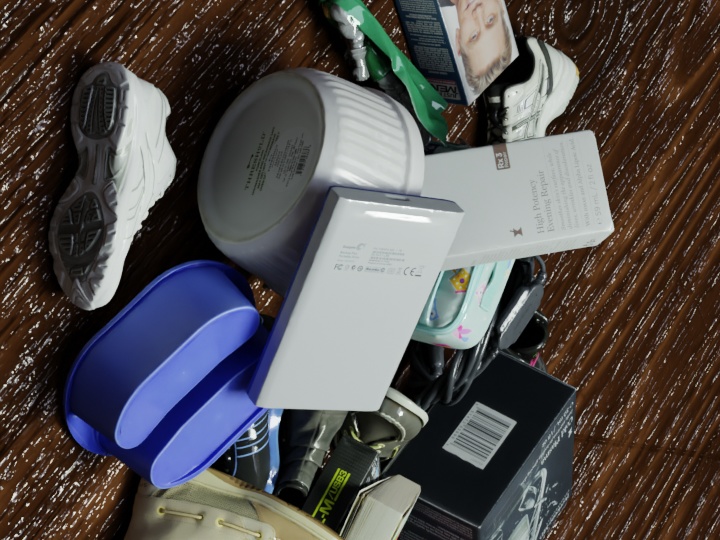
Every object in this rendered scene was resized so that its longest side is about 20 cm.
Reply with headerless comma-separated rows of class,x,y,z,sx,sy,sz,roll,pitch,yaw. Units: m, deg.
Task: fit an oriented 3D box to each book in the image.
book,-0.007,0.295,1.631,0.201,0.048,0.134,-65,169,7

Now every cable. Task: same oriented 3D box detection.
cable,0.102,0.054,1.767,0.051,0.163,0.201,36,84,-26

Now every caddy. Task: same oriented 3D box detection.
caddy,-0.159,0.084,1.482,0.200,0.105,0.142,-44,136,-12

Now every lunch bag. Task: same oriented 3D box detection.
lunch bag,0.080,-0.030,1.705,0.077,0.160,0.201,30,77,-50

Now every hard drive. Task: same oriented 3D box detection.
hard drive,-0.004,0.027,1.460,0.131,0.025,0.201,5,119,-36

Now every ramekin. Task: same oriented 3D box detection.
ramekin,-0.051,-0.080,1.511,0.105,0.199,0.201,27,79,-41

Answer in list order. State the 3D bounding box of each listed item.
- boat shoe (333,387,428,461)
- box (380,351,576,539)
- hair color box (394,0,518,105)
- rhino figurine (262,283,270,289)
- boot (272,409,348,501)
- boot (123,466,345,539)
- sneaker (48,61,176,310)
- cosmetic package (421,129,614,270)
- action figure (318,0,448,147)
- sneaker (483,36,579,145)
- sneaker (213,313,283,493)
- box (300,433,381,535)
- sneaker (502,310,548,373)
boat shoe,0.014,0.151,1.676,0.060,0.072,0.202,-55,-179,-13
box,0.126,0.224,1.819,0.200,0.123,0.197,-50,153,-31
hair color box,0.087,-0.275,1.731,0.100,0.060,0.201,-46,132,-33
rhino figurine,-0.040,-0.042,1.609,0.060,0.087,0.201,24,74,-31
boot,-0.038,0.146,1.598,0.200,0.067,0.131,125,-16,-68
boot,-0.121,0.263,1.526,0.073,0.199,0.156,103,10,-79
sneaker,-0.192,-0.064,1.434,0.099,0.078,0.201,10,92,-55
cosmetic package,0.123,-0.061,1.611,0.199,0.074,0.102,-10,80,-7
action figure,0.011,-0.206,1.638,0.055,0.118,0.200,-35,113,8
sneaker,0.156,-0.156,1.851,0.087,0.075,0.201,33,70,-32
sneaker,-0.114,0.137,1.593,0.078,0.070,0.201,13,89,-37
box,-0.040,0.276,1.663,0.194,0.047,0.200,-58,165,-20
sneaker,0.170,0.085,1.903,0.074,0.087,0.200,-57,137,-24
